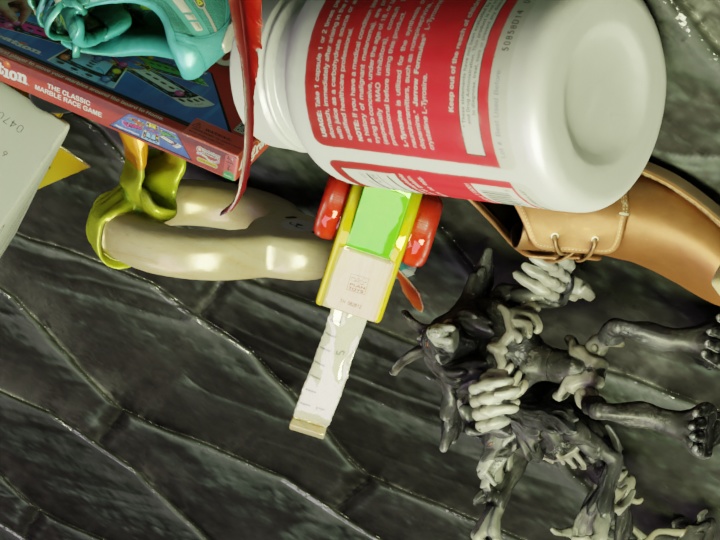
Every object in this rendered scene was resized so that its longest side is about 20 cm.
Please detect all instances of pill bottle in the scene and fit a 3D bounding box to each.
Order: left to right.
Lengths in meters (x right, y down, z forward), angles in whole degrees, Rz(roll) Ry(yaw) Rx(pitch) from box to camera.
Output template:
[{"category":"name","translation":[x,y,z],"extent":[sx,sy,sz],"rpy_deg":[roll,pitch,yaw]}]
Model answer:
[{"category":"pill bottle","translation":[0.037,-0.092,1.299],"extent":[0.199,0.112,0.112],"rpy_deg":[9,147,39]}]

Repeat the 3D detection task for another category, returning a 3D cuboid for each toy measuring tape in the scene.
[{"category":"toy measuring tape","translation":[0.000,0.000,1.512],"extent":[0.073,0.074,0.201],"rpy_deg":[26,123,12]}]

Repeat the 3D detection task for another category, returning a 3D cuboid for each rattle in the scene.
[{"category":"rattle","translation":[-0.054,-0.059,1.561],"extent":[0.199,0.143,0.130],"rpy_deg":[7,-178,13]}]

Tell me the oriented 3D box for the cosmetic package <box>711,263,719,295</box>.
[{"category":"cosmetic package","translation":[0.278,0.013,1.271],"extent":[0.200,0.071,0.105],"rpy_deg":[1,142,47]}]

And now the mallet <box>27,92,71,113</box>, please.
[{"category":"mallet","translation":[-0.248,-0.132,1.515],"extent":[0.199,0.066,0.041],"rpy_deg":[6,140,-8]}]

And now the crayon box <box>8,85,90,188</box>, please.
[{"category":"crayon box","translation":[-0.252,-0.129,1.626],"extent":[0.200,0.051,0.127],"rpy_deg":[42,153,-20]}]

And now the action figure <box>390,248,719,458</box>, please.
[{"category":"action figure","translation":[0.100,0.043,1.467],"extent":[0.199,0.119,0.102],"rpy_deg":[7,163,23]}]

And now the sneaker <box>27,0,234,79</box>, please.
[{"category":"sneaker","translation":[-0.149,-0.157,1.427],"extent":[0.199,0.080,0.078],"rpy_deg":[20,153,25]}]

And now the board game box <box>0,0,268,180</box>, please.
[{"category":"board game box","translation":[-0.129,-0.116,1.456],"extent":[0.199,0.103,0.019],"rpy_deg":[23,129,16]}]

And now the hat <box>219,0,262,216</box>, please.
[{"category":"hat","translation":[-0.051,-0.166,1.185],"extent":[0.200,0.176,0.165],"rpy_deg":[41,153,-20]}]

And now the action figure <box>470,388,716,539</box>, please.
[{"category":"action figure","translation":[0.126,0.139,1.640],"extent":[0.200,0.102,0.119],"rpy_deg":[40,165,-22]}]

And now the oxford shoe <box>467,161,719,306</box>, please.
[{"category":"oxford shoe","translation":[0.116,-0.026,1.385],"extent":[0.200,0.071,0.071],"rpy_deg":[28,153,2]}]

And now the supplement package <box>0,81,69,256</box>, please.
[{"category":"supplement package","translation":[-0.266,-0.040,1.606],"extent":[0.117,0.118,0.200],"rpy_deg":[33,155,-5]}]
